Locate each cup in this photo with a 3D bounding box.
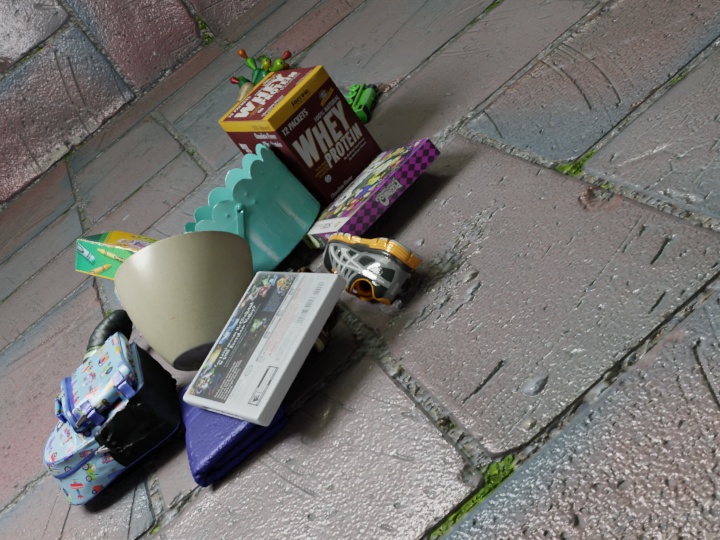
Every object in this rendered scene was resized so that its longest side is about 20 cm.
[{"bbox_3d":[-0.232,0.056,1.270,0.199,0.200,0.144,-29,66,18],"label":"cup"}]

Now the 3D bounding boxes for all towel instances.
[{"bbox_3d":[-0.163,0.174,1.153,0.148,0.050,0.200,-43,27,6],"label":"towel"}]

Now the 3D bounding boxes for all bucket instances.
[{"bbox_3d":[-0.170,-0.085,1.422,0.207,0.135,0.207,-43,16,15],"label":"bucket"}]

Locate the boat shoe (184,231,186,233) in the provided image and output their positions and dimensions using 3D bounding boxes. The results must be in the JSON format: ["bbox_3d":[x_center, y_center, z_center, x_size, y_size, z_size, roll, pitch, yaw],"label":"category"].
[{"bbox_3d":[-0.276,-0.047,1.606,0.201,0.070,0.071,-45,25,-16],"label":"boat shoe"}]

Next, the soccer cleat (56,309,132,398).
[{"bbox_3d":[-0.417,0.159,1.445,0.081,0.067,0.201,26,86,48],"label":"soccer cleat"}]

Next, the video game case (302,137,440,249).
[{"bbox_3d":[0.010,-0.112,1.355,0.200,0.036,0.181,-46,15,-15],"label":"video game case"}]

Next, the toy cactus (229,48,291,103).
[{"bbox_3d":[-0.269,-0.486,2.278,0.199,0.102,0.166,0,54,39],"label":"toy cactus"}]

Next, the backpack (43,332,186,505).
[{"bbox_3d":[-0.355,0.209,1.236,0.200,0.135,0.183,-41,26,1],"label":"backpack"}]

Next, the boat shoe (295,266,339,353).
[{"bbox_3d":[-0.067,0.043,1.211,0.072,0.072,0.200,-39,20,1],"label":"boat shoe"}]

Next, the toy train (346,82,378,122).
[{"bbox_3d":[-0.008,-0.300,1.707,0.056,0.042,0.201,-12,36,25],"label":"toy train"}]

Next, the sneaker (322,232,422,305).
[{"bbox_3d":[0.000,0.000,1.193,0.200,0.078,0.078,3,67,62],"label":"sneaker"}]

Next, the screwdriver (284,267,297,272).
[{"bbox_3d":[-0.167,0.069,1.337,0.200,0.029,0.028,-41,27,-8],"label":"screwdriver"}]

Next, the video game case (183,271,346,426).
[{"bbox_3d":[-0.121,0.089,1.117,0.181,0.023,0.201,2,57,51],"label":"video game case"}]

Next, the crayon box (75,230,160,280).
[{"bbox_3d":[-0.363,-0.015,1.523,0.198,0.059,0.119,12,12,15],"label":"crayon box"}]

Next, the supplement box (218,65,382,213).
[{"bbox_3d":[-0.096,-0.214,1.500,0.133,0.200,0.197,-47,28,-17],"label":"supplement box"}]

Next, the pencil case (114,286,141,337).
[{"bbox_3d":[-0.365,0.057,1.540,0.087,0.088,0.200,-42,28,-9],"label":"pencil case"}]
